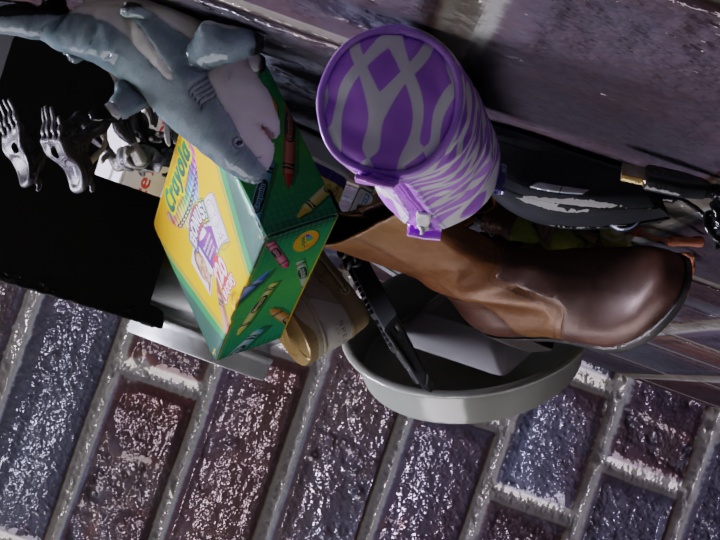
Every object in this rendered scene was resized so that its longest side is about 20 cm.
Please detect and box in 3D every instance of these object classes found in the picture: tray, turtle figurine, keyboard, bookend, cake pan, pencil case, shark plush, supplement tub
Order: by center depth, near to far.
[{"bbox_3d":[0.028,-0.071,0.999,0.083,0.086,0.200,17,175,13],"label":"pencil case"},{"bbox_3d":[-0.139,-0.124,1.122,0.198,0.084,0.091,20,177,-13],"label":"shark plush"},{"bbox_3d":[0.172,-0.008,1.347,0.160,0.065,0.200,19,177,18],"label":"turtle figurine"},{"bbox_3d":[0.000,0.000,1.347,0.128,0.020,0.200,62,179,-30],"label":"keyboard"},{"bbox_3d":[0.085,0.054,1.412,0.198,0.037,0.201,-6,-150,4],"label":"cake pan"},{"bbox_3d":[0.121,0.010,1.417,0.107,0.022,0.200,16,-143,35],"label":"tray"},{"bbox_3d":[-0.227,-0.080,1.423,0.197,0.202,0.092,18,178,-37],"label":"bookend"},{"bbox_3d":[-0.103,-0.024,1.523,0.144,0.202,0.145,19,177,1],"label":"supplement tub"}]

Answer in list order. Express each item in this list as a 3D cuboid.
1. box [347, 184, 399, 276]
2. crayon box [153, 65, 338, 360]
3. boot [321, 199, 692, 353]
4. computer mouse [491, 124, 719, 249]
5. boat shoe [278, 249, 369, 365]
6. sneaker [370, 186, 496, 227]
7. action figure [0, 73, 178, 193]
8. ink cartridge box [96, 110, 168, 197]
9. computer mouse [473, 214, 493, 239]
[{"bbox_3d":[0.079,-0.006,1.667,0.116,0.061,0.200,22,-174,-39],"label":"box"},{"bbox_3d":[-0.083,-0.036,1.268,0.058,0.120,0.200,-18,160,-22],"label":"crayon box"},{"bbox_3d":[0.097,-0.013,1.221,0.199,0.069,0.187,29,161,-34],"label":"boot"},{"bbox_3d":[0.143,-0.043,1.101,0.198,0.046,0.140,19,178,9],"label":"computer mouse"},{"bbox_3d":[-0.058,-0.017,1.395,0.201,0.069,0.074,58,158,29],"label":"boat shoe"},{"bbox_3d":[0.047,-0.052,1.306,0.076,0.079,0.200,12,178,-5],"label":"sneaker"},{"bbox_3d":[-0.154,-0.113,1.331,0.199,0.103,0.118,-13,-168,-42],"label":"action figure"},{"bbox_3d":[-0.142,-0.061,1.634,0.199,0.146,0.084,22,176,-32],"label":"ink cartridge box"},{"bbox_3d":[0.190,0.004,1.543,0.138,0.053,0.199,23,175,-38],"label":"computer mouse"}]
